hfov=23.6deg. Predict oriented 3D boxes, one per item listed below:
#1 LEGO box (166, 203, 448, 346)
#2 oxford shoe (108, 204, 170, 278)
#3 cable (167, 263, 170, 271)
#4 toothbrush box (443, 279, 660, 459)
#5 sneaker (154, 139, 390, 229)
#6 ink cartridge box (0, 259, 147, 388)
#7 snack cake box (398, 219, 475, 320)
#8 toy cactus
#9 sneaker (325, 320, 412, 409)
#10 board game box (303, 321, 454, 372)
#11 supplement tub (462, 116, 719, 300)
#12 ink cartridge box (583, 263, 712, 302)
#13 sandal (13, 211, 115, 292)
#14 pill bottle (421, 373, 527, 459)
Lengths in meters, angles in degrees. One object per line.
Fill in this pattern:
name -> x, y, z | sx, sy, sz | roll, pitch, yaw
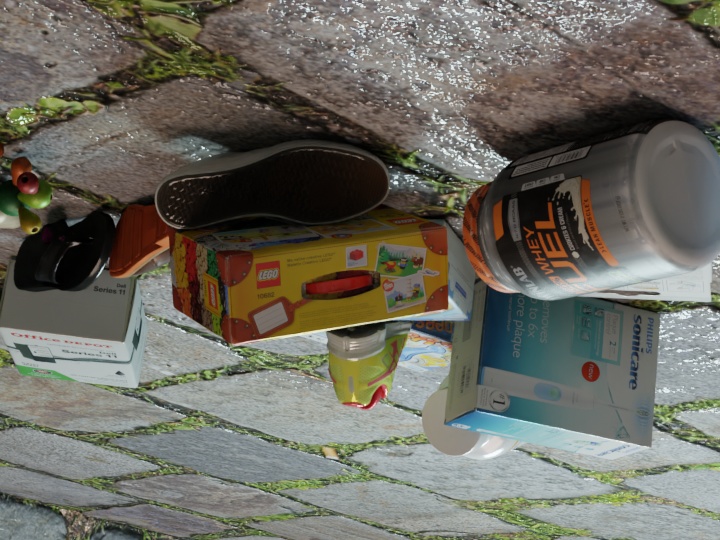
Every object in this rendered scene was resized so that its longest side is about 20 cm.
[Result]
LEGO box -> -0.047, -0.002, 1.477 | 0.200, 0.077, 0.149 | -9, -165, -25
oxford shoe -> -0.181, -0.029, 1.645 | 0.073, 0.071, 0.200 | 12, 161, -30
cable -> -0.114, 0.003, 1.794 | 0.097, 0.050, 0.200 | -18, 166, 19
toothbrush box -> 0.198, 0.101, 1.765 | 0.200, 0.147, 0.085 | 14, 161, -18
sneaker -> -0.073, -0.081, 1.485 | 0.200, 0.073, 0.085 | -3, -164, 5
ink cartridge box -> -0.323, 0.063, 1.952 | 0.147, 0.083, 0.200 | 7, 161, 0
snack cake box -> 0.000, 0.000, 1.664 | 0.200, 0.067, 0.115 | 0, 162, 21
toy cactus -> -0.361, -0.062, 1.605 | 0.200, 0.102, 0.165 | -8, 167, 18
sneaker -> 0.004, 0.093, 1.736 | 0.078, 0.090, 0.200 | 0, -176, 14
board game box -> 0.028, 0.063, 1.891 | 0.200, 0.034, 0.135 | 18, 159, -30
supplement tub -> 0.184, -0.044, 1.374 | 0.123, 0.123, 0.200 | 21, 157, -36
ink cartridge box -> 0.237, -0.020, 1.561 | 0.162, 0.057, 0.200 | 3, 170, 13
sandal -> -0.308, -0.014, 1.726 | 0.048, 0.075, 0.200 | 15, 162, -34
pill bottle -> 0.148, 0.145, 1.871 | 0.104, 0.104, 0.200 | -5, -176, 33
